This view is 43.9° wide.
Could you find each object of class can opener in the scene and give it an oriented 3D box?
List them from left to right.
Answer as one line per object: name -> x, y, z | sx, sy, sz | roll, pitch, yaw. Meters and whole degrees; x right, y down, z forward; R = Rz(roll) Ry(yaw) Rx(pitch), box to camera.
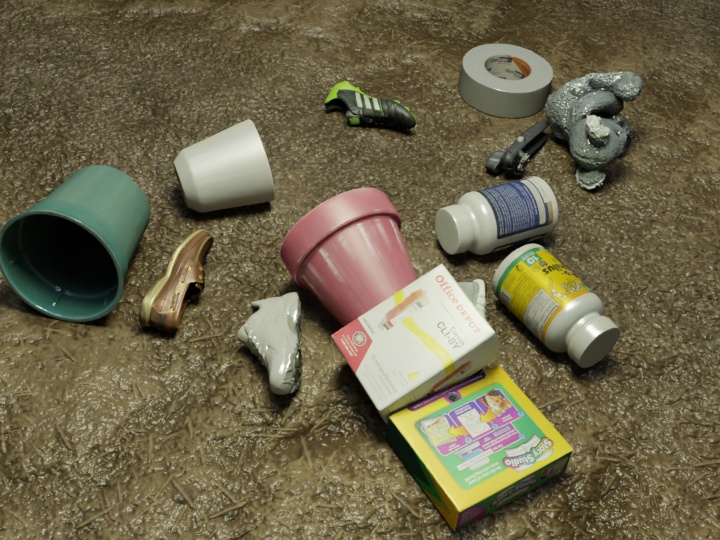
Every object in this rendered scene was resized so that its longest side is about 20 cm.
can opener -> 0.325, -0.250, 1.777 | 0.078, 0.064, 0.200 | 30, 49, 23

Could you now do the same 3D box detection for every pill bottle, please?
pill bottle -> 0.236, -0.092, 1.568 | 0.199, 0.111, 0.111 | -15, 48, -22
pill bottle -> 0.312, 0.058, 1.421 | 0.112, 0.113, 0.200 | -21, 50, -26

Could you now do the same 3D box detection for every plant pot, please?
plant pot -> -0.436, -0.058, 1.414 | 0.199, 0.201, 0.197 | 10, 36, 4
plant pot -> 0.000, 0.000, 1.404 | 0.199, 0.200, 0.180 | -21, 65, -25

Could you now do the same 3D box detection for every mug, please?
mug -> -0.250, -0.170, 1.605 | 0.152, 0.187, 0.150 | -19, 81, -13

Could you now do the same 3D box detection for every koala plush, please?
koala plush -> 0.453, -0.268, 1.743 | 0.182, 0.178, 0.201 | 4, 48, 5

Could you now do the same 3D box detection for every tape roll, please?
tape roll -> 0.315, -0.416, 1.948 | 0.199, 0.066, 0.201 | 3, 44, -3

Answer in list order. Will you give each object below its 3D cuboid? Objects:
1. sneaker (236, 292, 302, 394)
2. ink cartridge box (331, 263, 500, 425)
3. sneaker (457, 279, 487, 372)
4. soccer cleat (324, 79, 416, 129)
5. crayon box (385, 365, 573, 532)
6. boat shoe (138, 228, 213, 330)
sneaker -> -0.138, 0.115, 1.350 | 0.099, 0.078, 0.200 | -4, 35, -1
ink cartridge box -> 0.082, 0.107, 1.301 | 0.199, 0.084, 0.145 | -33, 59, -4
sneaker -> 0.141, 0.086, 1.412 | 0.115, 0.075, 0.200 | 4, 33, 5
soccer cleat -> 0.019, -0.322, 1.828 | 0.199, 0.068, 0.081 | 26, 65, 21
crayon box -> 0.164, 0.243, 1.251 | 0.199, 0.059, 0.173 | -21, 51, -25
boat shoe -> -0.280, 0.019, 1.431 | 0.067, 0.072, 0.201 | 20, 51, 7
